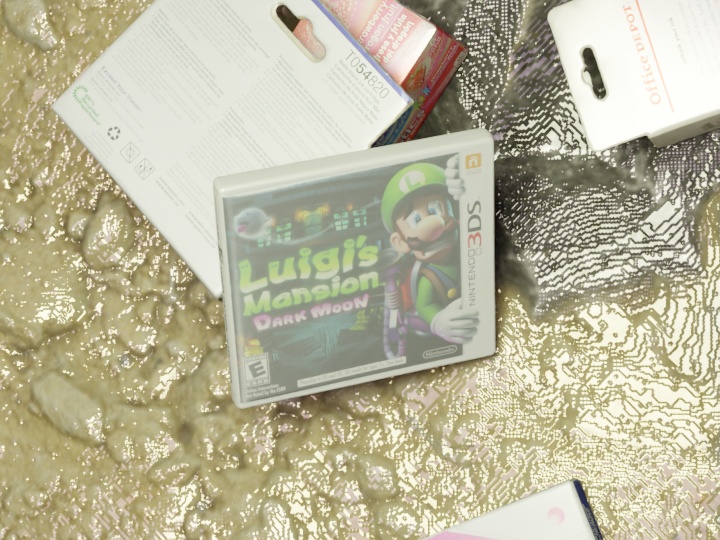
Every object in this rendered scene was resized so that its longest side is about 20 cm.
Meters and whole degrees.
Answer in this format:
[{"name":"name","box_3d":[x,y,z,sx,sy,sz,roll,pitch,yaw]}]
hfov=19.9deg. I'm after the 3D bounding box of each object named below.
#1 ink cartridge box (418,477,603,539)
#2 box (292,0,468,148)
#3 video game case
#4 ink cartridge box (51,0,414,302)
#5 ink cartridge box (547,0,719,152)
[{"name":"ink cartridge box","box_3d":[0.102,0.277,1.487,0.200,0.043,0.197,-24,81,12]},{"name":"box","box_3d":[-0.021,-0.111,1.515,0.095,0.103,0.200,35,97,15]},{"name":"video game case","box_3d":[0.000,0.000,1.446,0.199,0.023,0.182,-11,122,-14]},{"name":"ink cartridge box","box_3d":[-0.089,-0.115,1.463,0.200,0.041,0.200,-44,75,10]},{"name":"ink cartridge box","box_3d":[0.245,-0.163,1.457,0.199,0.067,0.117,-18,81,13]}]
